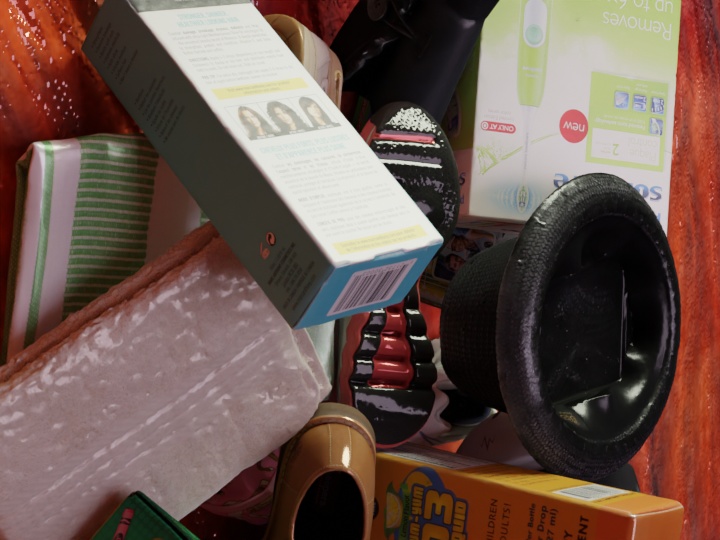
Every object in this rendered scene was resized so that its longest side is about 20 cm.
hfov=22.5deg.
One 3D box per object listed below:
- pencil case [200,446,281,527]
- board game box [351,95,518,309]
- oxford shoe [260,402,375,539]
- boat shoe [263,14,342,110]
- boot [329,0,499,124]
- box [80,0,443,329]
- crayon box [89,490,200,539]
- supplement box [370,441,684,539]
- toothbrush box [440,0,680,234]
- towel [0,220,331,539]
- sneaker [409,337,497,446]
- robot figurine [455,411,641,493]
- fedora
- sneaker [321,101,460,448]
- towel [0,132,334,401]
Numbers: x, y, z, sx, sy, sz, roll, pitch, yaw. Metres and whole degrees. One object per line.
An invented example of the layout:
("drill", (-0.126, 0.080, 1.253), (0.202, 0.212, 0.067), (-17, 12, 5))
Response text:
("pencil case", (-0.032, 0.130, 1.110), (0.200, 0.086, 0.083), (35, 47, -56))
("board game box", (0.058, -0.078, 1.188), (0.134, 0.029, 0.201), (19, 81, -24))
("oxford shoe", (-0.028, 0.177, 0.993), (0.071, 0.071, 0.201), (-98, -168, -67))
("boat shoe", (-0.044, -0.044, 1.056), (0.069, 0.074, 0.201), (15, 85, -53))
("boot", (0.019, -0.193, 1.106), (0.076, 0.200, 0.168), (5, 129, -40))
("box", (-0.052, -0.065, 0.916), (0.082, 0.200, 0.049), (-13, 147, -46))
("crayon box", (-0.137, 0.224, 0.923), (0.200, 0.058, 0.119), (-49, 142, -8))
("supplement box", (0.075, 0.144, 1.011), (0.069, 0.200, 0.067), (1, 96, -53))
("toothbrush box", (0.120, -0.124, 1.155), (0.145, 0.086, 0.201), (6, 87, -24))
("towel", (-0.113, 0.069, 0.927), (0.200, 0.034, 0.133), (-34, 125, -19))
("sneaker", (0.065, 0.092, 1.262), (0.200, 0.087, 0.075), (-18, 106, -58))
("robot figurine", (0.127, 0.183, 1.173), (0.150, 0.124, 0.201), (107, -29, -67))
("fedora", (0.111, 0.032, 1.084), (0.200, 0.091, 0.201), (-5, 96, -53))
("sneaker", (0.000, 0.000, 1.058), (0.074, 0.087, 0.201), (10, 85, -33))
("towel", (-0.093, 0.003, 0.958), (0.200, 0.023, 0.153), (-1, 103, -35))
